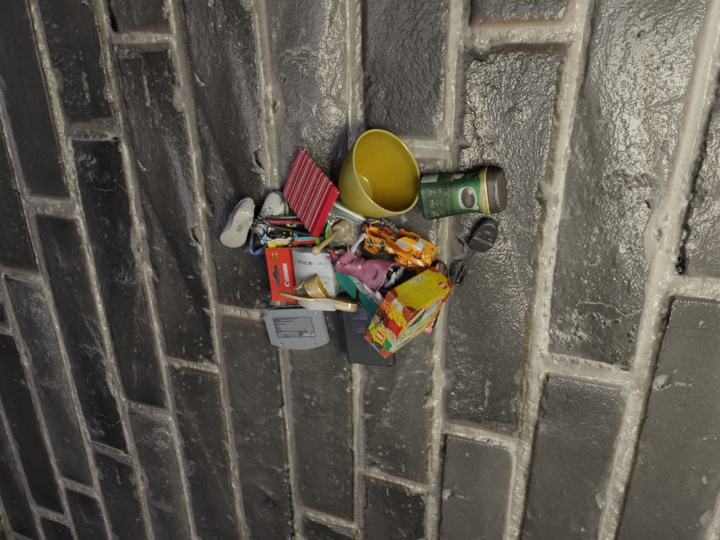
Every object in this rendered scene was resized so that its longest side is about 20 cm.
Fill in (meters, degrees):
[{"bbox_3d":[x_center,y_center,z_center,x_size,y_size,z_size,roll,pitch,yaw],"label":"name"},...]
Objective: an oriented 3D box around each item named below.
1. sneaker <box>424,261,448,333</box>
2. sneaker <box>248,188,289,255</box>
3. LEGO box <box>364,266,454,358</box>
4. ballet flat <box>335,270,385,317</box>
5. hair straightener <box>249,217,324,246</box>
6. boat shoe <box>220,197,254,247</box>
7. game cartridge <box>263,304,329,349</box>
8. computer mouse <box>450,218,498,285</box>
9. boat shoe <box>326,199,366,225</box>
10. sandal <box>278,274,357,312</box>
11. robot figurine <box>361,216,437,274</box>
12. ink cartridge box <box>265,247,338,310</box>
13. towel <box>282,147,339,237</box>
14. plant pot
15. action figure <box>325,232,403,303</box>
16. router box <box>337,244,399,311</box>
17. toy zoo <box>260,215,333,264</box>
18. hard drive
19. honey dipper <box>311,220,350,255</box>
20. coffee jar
[{"bbox_3d":[0.168,0.067,1.349,0.085,0.074,0.204,18,117,15],"label":"sneaker"},{"bbox_3d":[-0.257,-0.124,1.438,0.076,0.085,0.203,26,118,9],"label":"sneaker"},{"bbox_3d":[0.117,0.095,1.236,0.077,0.198,0.151,41,129,20],"label":"LEGO box"},{"bbox_3d":[0.012,0.052,1.327,0.200,0.071,0.073,47,126,35],"label":"ballet flat"},{"bbox_3d":[-0.190,-0.097,1.371,0.195,0.041,0.079,1,111,-10],"label":"hair straightener"},{"bbox_3d":[-0.345,-0.135,1.476,0.071,0.070,0.200,18,146,-14],"label":"boat shoe"},{"bbox_3d":[-0.189,0.170,1.558,0.196,0.041,0.136,-3,106,23],"label":"game cartridge"},{"bbox_3d":[0.277,-0.045,1.289,0.058,0.034,0.202,23,124,-7],"label":"computer mouse"},{"bbox_3d":[-0.074,-0.153,1.356,0.197,0.073,0.063,25,107,20],"label":"boat shoe"},{"bbox_3d":[-0.103,0.047,1.336,0.207,0.078,0.071,13,95,10],"label":"sandal"},{"bbox_3d":[0.089,-0.062,1.305,0.197,0.059,0.146,24,153,8],"label":"robot figurine"},{"bbox_3d":[-0.159,0.022,1.394,0.195,0.047,0.164,1,113,13],"label":"ink cartridge box"},{"bbox_3d":[-0.130,-0.197,1.320,0.201,0.022,0.146,52,126,37],"label":"towel"},{"bbox_3d":[0.025,-0.211,1.247,0.141,0.199,0.202,-22,103,52],"label":"plant pot"},{"bbox_3d":[0.000,0.000,1.276,0.196,0.134,0.152,15,72,16],"label":"action figure"},{"bbox_3d":[-0.004,0.052,1.419,0.198,0.062,0.151,36,121,5],"label":"router box"},{"bbox_3d":[-0.171,-0.083,1.413,0.195,0.021,0.134,-3,111,-2],"label":"toy zoo"},{"bbox_3d":[0.019,0.159,1.399,0.136,0.033,0.205,1,112,22],"label":"hard drive"},{"bbox_3d":[-0.075,-0.081,1.314,0.037,0.200,0.039,7,114,17],"label":"honey dipper"},{"bbox_3d":[0.239,-0.179,1.213,0.196,0.086,0.106,-2,115,24],"label":"coffee jar"}]
